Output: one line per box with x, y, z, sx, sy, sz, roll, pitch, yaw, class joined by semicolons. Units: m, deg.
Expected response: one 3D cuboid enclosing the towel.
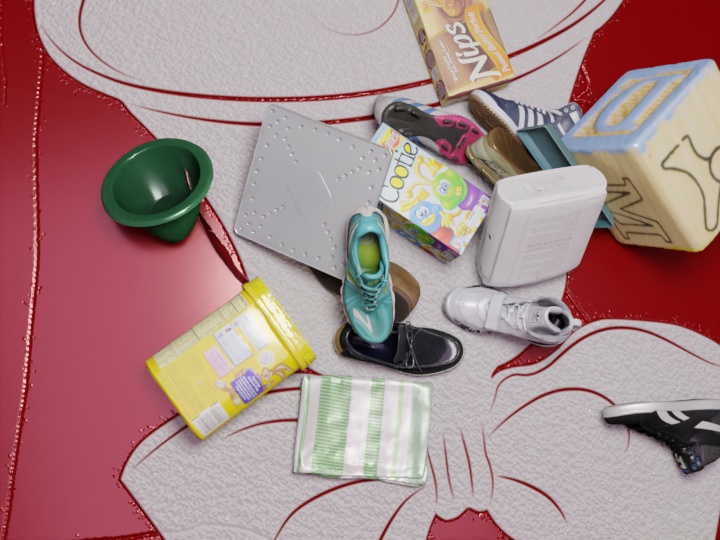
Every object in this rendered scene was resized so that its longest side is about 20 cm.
0.005;0.234;1.321;0.199;0.023;0.154;6;81;-7;towel

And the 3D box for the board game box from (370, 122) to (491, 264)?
0.081;-0.111;1.339;0.199;0.105;0.103;34;79;-2;board game box

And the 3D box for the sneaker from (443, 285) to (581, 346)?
0.228;0.062;1.331;0.199;0.115;0.076;15;80;-6;sneaker

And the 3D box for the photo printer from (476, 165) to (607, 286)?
0.260;-0.056;1.319;0.165;0.201;0.070;-11;52;-14;photo printer

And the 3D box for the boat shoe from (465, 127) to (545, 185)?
0.245;-0.135;1.382;0.200;0.063;0.073;46;45;-20;boat shoe

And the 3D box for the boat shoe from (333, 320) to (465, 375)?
0.061;0.113;1.327;0.199;0.062;0.075;9;79;-8;boat shoe

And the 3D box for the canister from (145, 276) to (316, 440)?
-0.185;0.126;1.277;0.200;0.087;0.149;-36;89;-10;canister

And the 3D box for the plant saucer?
0.313;-0.142;1.354;0.019;0.070;0.200;-48;113;-19;plant saucer

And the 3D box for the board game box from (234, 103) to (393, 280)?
-0.068;-0.112;1.285;0.199;0.026;0.201;23;109;15;board game box

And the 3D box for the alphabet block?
0.448;-0.168;1.330;0.195;0.196;0.200;-44;110;-11;alphabet block

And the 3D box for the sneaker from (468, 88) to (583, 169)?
0.267;-0.240;1.399;0.200;0.070;0.109;38;83;-11;sneaker

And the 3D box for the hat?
-0.271;-0.067;1.326;0.165;0.177;0.201;-21;50;-5;hat

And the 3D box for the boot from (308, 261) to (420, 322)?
0.000;0.000;1.341;0.199;0.074;0.075;34;37;9;boot

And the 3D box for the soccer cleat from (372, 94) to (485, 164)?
0.108;-0.224;1.380;0.199;0.086;0.070;18;111;-26;soccer cleat

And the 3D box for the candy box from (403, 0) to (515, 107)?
0.152;-0.372;1.411;0.115;0.055;0.201;-18;86;-11;candy box

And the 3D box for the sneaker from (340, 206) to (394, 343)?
0.009;0.013;1.237;0.077;0.080;0.201;-6;112;-2;sneaker

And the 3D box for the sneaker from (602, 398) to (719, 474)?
0.469;0.254;1.361;0.199;0.073;0.113;-1;81;-10;sneaker
